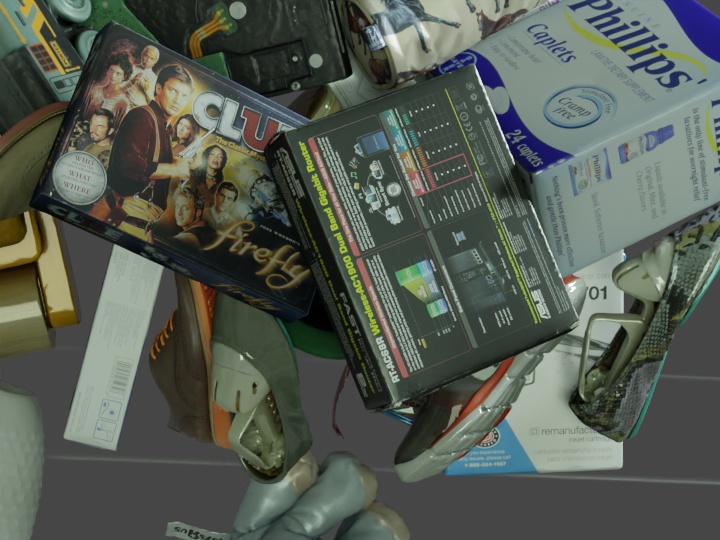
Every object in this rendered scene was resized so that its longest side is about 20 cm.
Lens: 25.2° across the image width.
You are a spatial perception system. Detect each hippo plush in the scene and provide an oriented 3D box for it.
[{"bbox_3d":[-0.052,0.225,1.250,0.199,0.161,0.160,2,98,-7],"label":"hippo plush"}]

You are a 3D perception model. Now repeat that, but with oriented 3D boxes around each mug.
[{"bbox_3d":[-0.331,0.159,1.200,0.200,0.147,0.176,21,85,-44],"label":"mug"}]

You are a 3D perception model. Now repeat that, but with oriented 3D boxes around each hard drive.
[{"bbox_3d":[-0.117,-0.191,1.221,0.199,0.038,0.140,-13,99,11],"label":"hard drive"}]

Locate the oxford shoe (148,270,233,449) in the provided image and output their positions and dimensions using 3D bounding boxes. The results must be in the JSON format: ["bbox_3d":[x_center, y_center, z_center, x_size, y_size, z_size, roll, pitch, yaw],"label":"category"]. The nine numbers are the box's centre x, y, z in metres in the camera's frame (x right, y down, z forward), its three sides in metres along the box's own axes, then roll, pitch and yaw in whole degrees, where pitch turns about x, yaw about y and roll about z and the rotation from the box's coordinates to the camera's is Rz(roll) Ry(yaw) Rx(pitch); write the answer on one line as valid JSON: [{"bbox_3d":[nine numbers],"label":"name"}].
[{"bbox_3d":[-0.131,0.057,1.233,0.073,0.071,0.201,6,127,12],"label":"oxford shoe"}]

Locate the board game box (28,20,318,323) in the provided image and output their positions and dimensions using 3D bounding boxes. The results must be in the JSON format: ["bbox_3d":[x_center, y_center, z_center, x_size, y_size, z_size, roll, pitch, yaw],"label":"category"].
[{"bbox_3d":[-0.109,-0.066,1.103,0.199,0.035,0.136,25,68,-20],"label":"board game box"}]

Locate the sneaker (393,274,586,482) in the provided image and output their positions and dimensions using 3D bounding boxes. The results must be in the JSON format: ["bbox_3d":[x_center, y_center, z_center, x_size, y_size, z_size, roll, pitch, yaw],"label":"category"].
[{"bbox_3d":[0.081,0.067,1.200,0.082,0.077,0.200,41,94,19],"label":"sneaker"}]

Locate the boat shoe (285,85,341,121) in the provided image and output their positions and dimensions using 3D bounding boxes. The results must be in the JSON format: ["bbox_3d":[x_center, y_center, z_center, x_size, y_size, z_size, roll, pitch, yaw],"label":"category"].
[{"bbox_3d":[-0.062,-0.051,1.260,0.062,0.073,0.200,25,107,-20],"label":"boat shoe"}]

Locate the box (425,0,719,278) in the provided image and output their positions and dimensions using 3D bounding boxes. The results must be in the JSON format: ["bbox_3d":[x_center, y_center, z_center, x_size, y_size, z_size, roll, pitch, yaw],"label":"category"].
[{"bbox_3d":[0.179,-0.116,1.196,0.199,0.184,0.105,-25,130,-10],"label":"box"}]

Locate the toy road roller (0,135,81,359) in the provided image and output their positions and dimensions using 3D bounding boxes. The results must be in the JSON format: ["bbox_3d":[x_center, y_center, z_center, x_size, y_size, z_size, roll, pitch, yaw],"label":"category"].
[{"bbox_3d":[-0.288,-0.024,1.195,0.122,0.146,0.201,-12,99,-5],"label":"toy road roller"}]

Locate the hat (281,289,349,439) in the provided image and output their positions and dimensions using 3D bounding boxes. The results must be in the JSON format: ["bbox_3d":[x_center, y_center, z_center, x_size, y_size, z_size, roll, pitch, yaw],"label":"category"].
[{"bbox_3d":[0.000,0.000,1.250,0.200,0.176,0.166,-37,76,3],"label":"hat"}]

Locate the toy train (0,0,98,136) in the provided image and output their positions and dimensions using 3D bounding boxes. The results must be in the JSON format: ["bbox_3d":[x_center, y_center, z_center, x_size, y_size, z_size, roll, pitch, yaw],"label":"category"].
[{"bbox_3d":[-0.252,-0.179,1.173,0.085,0.114,0.201,-31,90,29],"label":"toy train"}]

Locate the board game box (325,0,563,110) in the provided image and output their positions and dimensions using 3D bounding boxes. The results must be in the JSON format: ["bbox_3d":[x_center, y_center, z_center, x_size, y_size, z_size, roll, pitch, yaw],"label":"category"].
[{"bbox_3d":[0.049,-0.205,1.263,0.200,0.040,0.153,-33,100,-1],"label":"board game box"}]

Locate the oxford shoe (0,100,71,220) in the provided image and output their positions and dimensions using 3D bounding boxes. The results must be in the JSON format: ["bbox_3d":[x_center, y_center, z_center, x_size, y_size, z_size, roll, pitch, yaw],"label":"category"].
[{"bbox_3d":[-0.188,-0.074,1.116,0.075,0.071,0.200,45,50,15],"label":"oxford shoe"}]

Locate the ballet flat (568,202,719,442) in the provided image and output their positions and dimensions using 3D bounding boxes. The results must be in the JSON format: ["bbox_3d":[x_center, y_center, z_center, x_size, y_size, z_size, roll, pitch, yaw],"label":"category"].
[{"bbox_3d":[0.207,0.033,1.183,0.072,0.072,0.201,20,109,-9],"label":"ballet flat"}]

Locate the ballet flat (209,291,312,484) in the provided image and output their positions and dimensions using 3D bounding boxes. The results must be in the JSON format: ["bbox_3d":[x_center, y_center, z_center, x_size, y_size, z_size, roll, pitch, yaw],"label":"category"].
[{"bbox_3d":[-0.078,0.092,1.188,0.067,0.200,0.064,22,58,26],"label":"ballet flat"}]

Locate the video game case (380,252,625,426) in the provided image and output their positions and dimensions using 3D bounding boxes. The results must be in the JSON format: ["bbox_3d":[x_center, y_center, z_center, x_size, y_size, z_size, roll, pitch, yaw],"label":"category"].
[{"bbox_3d":[0.112,0.048,1.318,0.143,0.018,0.201,24,94,-10],"label":"video game case"}]

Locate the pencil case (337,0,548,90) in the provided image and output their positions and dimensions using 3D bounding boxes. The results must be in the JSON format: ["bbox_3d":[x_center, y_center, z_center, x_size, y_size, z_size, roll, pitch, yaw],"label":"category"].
[{"bbox_3d":[0.080,-0.215,1.194,0.199,0.078,0.090,-30,132,-8],"label":"pencil case"}]

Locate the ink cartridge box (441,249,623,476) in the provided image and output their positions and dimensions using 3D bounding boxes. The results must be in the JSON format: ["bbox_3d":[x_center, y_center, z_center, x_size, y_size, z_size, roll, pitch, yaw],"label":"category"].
[{"bbox_3d":[0.128,0.053,1.268,0.146,0.086,0.201,-2,100,-5],"label":"ink cartridge box"}]

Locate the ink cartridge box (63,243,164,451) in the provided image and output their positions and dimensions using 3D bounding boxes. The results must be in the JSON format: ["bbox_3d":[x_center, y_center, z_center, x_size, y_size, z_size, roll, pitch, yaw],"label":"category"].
[{"bbox_3d":[-0.181,0.029,1.242,0.044,0.094,0.201,15,97,-8],"label":"ink cartridge box"}]

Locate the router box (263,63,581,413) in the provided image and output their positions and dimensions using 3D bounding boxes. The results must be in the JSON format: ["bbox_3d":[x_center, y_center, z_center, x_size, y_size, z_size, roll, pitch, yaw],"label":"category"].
[{"bbox_3d":[0.041,-0.022,1.101,0.149,0.062,0.201,-21,87,-20],"label":"router box"}]
